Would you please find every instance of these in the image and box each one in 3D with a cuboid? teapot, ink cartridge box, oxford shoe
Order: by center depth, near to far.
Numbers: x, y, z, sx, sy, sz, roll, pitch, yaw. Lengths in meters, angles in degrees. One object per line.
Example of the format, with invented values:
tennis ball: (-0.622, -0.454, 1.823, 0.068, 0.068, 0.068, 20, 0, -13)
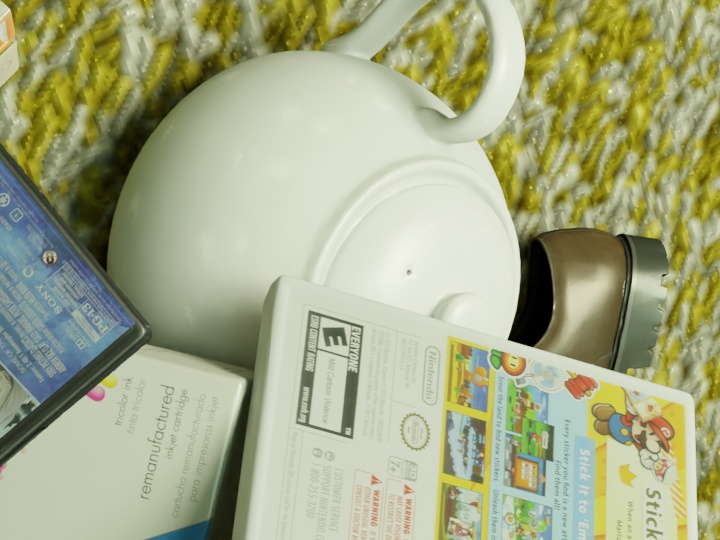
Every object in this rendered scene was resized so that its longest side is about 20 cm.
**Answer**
ink cartridge box: (-0.148, 0.074, 0.760, 0.199, 0.067, 0.117, 13, 91, 6)
teapot: (0.000, 0.000, 0.835, 0.197, 0.146, 0.200, -40, 125, -25)
oxford shoe: (0.089, 0.076, 0.969, 0.084, 0.073, 0.201, 10, 91, -15)

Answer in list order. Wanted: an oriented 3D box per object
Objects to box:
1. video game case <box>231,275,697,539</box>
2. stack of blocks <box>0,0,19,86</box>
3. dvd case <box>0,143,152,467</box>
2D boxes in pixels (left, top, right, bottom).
video game case: (0.041, 0.110, 0.716, 0.182, 0.023, 0.200, 16, 52, -15)
stack of blocks: (-0.229, -0.049, 0.673, 0.115, 0.059, 0.200, 42, 75, 4)
dvd case: (-0.196, 0.034, 0.721, 0.200, 0.018, 0.143, -40, 84, 0)
